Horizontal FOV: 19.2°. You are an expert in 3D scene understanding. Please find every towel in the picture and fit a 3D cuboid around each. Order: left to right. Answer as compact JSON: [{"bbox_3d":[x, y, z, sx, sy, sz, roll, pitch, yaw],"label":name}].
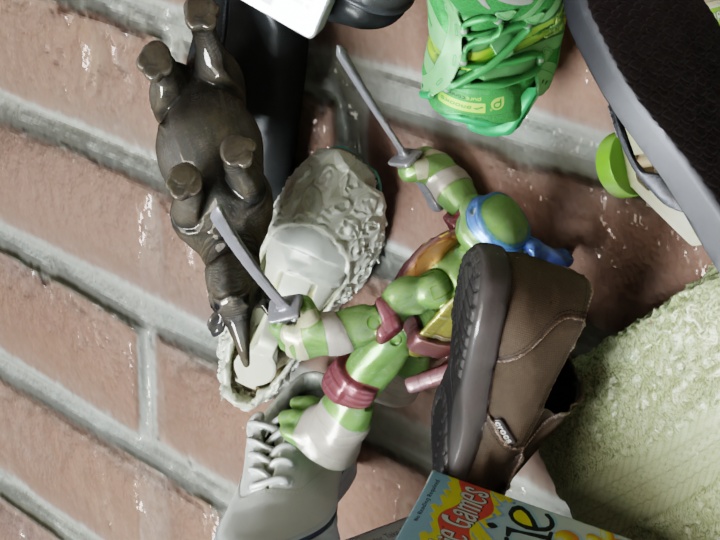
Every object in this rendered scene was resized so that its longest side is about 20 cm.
[{"bbox_3d":[0.159,0.089,1.037,0.200,0.036,0.149,-39,69,51],"label":"towel"}]

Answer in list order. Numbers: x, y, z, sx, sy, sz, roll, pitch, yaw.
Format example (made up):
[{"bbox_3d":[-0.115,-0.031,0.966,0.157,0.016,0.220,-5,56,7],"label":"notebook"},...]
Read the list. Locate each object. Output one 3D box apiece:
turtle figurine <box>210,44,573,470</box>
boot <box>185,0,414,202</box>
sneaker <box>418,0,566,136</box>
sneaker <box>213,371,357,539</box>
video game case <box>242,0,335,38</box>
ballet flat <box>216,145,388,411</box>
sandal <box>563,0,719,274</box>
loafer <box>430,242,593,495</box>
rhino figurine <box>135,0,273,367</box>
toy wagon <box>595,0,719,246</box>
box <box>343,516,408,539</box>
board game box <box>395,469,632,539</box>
[{"bbox_3d":[0.000,0.000,1.135,0.194,0.199,0.145,115,163,-45],"label":"turtle figurine"},{"bbox_3d":[-0.043,-0.110,1.213,0.165,0.065,0.201,48,133,42],"label":"boot"},{"bbox_3d":[0.064,-0.112,0.993,0.074,0.200,0.084,7,79,13],"label":"sneaker"},{"bbox_3d":[-0.046,0.115,1.200,0.072,0.200,0.071,-10,106,9],"label":"sneaker"},{"bbox_3d":[-0.083,-0.226,1.087,0.199,0.018,0.144,30,123,5],"label":"video game case"},{"bbox_3d":[-0.038,0.015,1.241,0.072,0.071,0.200,56,143,25],"label":"ballet flat"},{"bbox_3d":[0.140,-0.053,0.918,0.043,0.076,0.201,-44,66,47],"label":"sandal"},{"bbox_3d":[0.075,0.072,1.055,0.201,0.070,0.073,98,174,-48],"label":"loafer"},{"bbox_3d":[-0.077,-0.041,1.155,0.088,0.059,0.201,82,175,-68],"label":"rhino figurine"},{"bbox_3d":[0.162,-0.114,0.968,0.155,0.039,0.202,-7,94,53],"label":"toy wagon"},{"bbox_3d":[0.021,0.245,1.145,0.200,0.183,0.106,39,131,40],"label":"box"},{"bbox_3d":[0.103,0.192,1.005,0.199,0.105,0.104,18,126,13],"label":"board game box"}]
